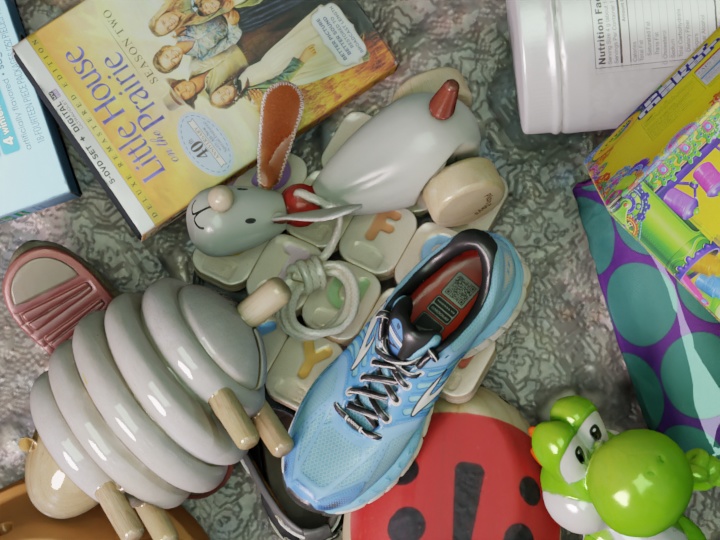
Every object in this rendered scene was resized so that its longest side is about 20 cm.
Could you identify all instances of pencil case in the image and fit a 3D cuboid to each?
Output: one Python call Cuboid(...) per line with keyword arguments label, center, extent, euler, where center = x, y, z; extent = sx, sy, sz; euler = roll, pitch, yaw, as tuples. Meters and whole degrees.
Cuboid(label="pencil case", center=(0.201, 0.025, 1.254), extent=(0.092, 0.085, 0.201), euler=(-16, 86, -35))

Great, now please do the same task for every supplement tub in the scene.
Cuboid(label="supplement tub", center=(0.191, -0.156, 1.236), extent=(0.199, 0.132, 0.133), euler=(-6, 88, 3))

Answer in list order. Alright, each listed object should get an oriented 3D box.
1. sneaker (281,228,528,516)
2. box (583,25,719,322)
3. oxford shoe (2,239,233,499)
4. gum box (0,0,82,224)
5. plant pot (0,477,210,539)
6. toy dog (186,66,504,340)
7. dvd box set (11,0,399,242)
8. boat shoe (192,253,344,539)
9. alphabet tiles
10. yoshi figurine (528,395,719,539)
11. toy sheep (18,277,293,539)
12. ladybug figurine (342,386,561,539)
Cuboid(label="sneaker", center=(0.018, 0.051, 1.181), extent=(0.078, 0.090, 0.200), euler=(34, 82, 16))
Cuboid(label="box", center=(0.266, -0.053, 1.134), extent=(0.193, 0.122, 0.200), euler=(44, 101, -11))
Cuboid(label="oxford shoe", center=(-0.147, 0.056, 1.277), extent=(0.070, 0.075, 0.200), euler=(-34, 108, 1))
Cuboid(label="gum box", center=(-0.301, -0.096, 1.296), extent=(0.199, 0.045, 0.171), euler=(-19, 88, 2))
Cuboid(label="plant pot", center=(-0.182, 0.224, 1.236), extent=(0.199, 0.140, 0.201), euler=(0, 88, 1))
Cuboid(label="toy dog", center=(-0.003, -0.065, 1.225), extent=(0.200, 0.096, 0.132), euler=(-38, 66, -17))
Cuboid(label="dvd box set", center=(-0.097, -0.133, 1.276), extent=(0.200, 0.029, 0.147), euler=(-34, 87, -12))
Cuboid(label="boat shoe", center=(-0.055, 0.075, 1.271), extent=(0.072, 0.068, 0.201), euler=(-19, 83, 2))
Cuboid(label="alphabet tiles", center=(0.000, 0.000, 1.259), extent=(0.199, 0.015, 0.196), euler=(26, 71, 15))
Cuboid(label="yoshi figurine", center=(0.170, 0.156, 1.195), extent=(0.112, 0.113, 0.200), euler=(-19, 129, 21))
Cuboid(label="toy sheep", center=(-0.115, 0.074, 1.179), extent=(0.200, 0.138, 0.138), euler=(-38, 88, 7))
Cuboid(label="ladybug figurine", center=(0.059, 0.154, 1.228), extent=(0.135, 0.072, 0.201), euler=(6, 61, -5))
